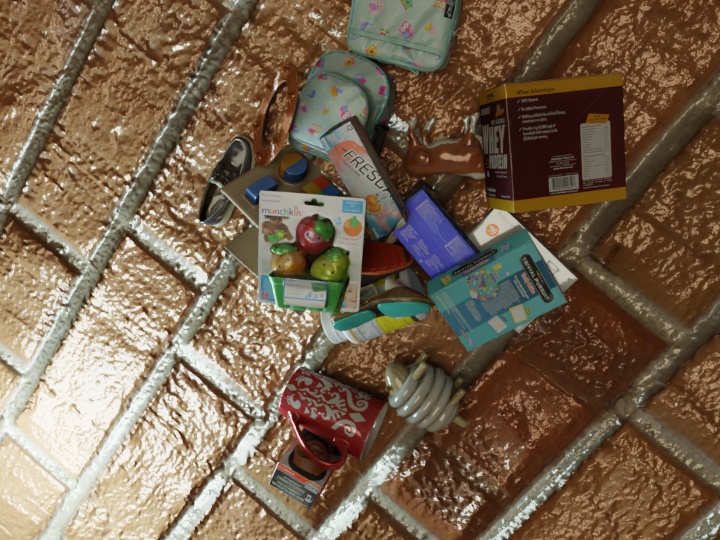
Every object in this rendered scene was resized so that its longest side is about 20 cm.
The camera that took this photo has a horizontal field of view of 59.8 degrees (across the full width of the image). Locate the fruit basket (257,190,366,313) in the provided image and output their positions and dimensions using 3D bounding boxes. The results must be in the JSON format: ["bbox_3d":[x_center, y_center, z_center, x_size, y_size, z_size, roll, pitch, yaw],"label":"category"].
[{"bbox_3d":[-0.087,-0.029,1.067,0.184,0.094,0.201,6,111,4],"label":"fruit basket"}]

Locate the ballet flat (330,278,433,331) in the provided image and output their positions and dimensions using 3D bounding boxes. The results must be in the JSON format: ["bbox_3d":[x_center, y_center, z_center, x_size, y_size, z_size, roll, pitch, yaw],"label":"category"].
[{"bbox_3d":[0.035,0.055,1.144,0.199,0.068,0.073,-17,55,24],"label":"ballet flat"}]

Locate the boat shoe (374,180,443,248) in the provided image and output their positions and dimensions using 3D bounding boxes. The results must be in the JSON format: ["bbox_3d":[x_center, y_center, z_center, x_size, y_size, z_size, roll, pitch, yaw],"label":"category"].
[{"bbox_3d":[0.074,-0.089,1.214,0.200,0.072,0.072,-51,57,26],"label":"boat shoe"}]

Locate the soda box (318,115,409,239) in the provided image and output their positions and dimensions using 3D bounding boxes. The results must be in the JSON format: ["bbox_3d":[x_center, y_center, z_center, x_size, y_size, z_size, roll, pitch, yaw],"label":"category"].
[{"bbox_3d":[0.010,-0.159,1.067,0.063,0.068,0.201,-26,106,18],"label":"soda box"}]

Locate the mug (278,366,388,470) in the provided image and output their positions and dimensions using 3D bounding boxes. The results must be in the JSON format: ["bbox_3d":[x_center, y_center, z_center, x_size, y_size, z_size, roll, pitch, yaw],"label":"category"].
[{"bbox_3d":[-0.065,0.293,1.275,0.199,0.177,0.134,24,109,14],"label":"mug"}]

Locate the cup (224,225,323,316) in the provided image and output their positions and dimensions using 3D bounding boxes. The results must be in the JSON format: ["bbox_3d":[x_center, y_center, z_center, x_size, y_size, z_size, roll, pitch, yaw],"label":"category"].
[{"bbox_3d":[-0.146,-0.030,1.229,0.200,0.200,0.143,42,84,3],"label":"cup"}]

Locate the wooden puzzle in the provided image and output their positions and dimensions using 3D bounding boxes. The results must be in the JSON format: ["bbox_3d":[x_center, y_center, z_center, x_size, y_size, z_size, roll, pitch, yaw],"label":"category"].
[{"bbox_3d":[-0.134,-0.146,1.183,0.200,0.185,0.046,42,150,16],"label":"wooden puzzle"}]

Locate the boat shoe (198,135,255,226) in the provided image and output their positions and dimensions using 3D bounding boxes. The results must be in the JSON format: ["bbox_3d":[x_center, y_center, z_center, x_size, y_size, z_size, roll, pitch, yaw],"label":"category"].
[{"bbox_3d":[-0.276,-0.179,1.281,0.072,0.065,0.201,32,107,8],"label":"boat shoe"}]

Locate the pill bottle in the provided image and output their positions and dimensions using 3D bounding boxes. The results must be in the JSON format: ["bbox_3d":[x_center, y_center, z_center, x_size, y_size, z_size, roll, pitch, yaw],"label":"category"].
[{"bbox_3d":[0.025,0.076,1.232,0.199,0.109,0.110,-22,96,18],"label":"pill bottle"}]

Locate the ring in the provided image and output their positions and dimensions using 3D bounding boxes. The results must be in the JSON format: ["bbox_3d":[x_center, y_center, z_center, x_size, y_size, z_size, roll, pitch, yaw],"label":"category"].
[{"bbox_3d":[-0.166,-0.293,1.174,0.019,0.201,0.201,14,110,-28],"label":"ring"}]

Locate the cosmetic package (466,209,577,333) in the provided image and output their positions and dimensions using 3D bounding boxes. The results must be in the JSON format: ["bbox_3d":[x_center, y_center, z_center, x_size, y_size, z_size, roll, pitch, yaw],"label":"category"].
[{"bbox_3d":[0.281,-0.006,1.177,0.200,0.052,0.151,44,107,3],"label":"cosmetic package"}]

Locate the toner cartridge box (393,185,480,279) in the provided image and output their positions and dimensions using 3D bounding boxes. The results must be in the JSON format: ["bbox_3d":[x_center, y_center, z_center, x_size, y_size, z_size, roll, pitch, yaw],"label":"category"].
[{"bbox_3d":[0.143,-0.048,1.143,0.095,0.043,0.200,-38,98,19],"label":"toner cartridge box"}]

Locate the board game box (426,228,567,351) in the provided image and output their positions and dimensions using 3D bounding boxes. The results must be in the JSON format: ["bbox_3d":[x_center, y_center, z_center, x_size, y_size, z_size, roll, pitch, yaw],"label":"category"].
[{"bbox_3d":[0.241,0.039,1.113,0.199,0.047,0.151,-29,118,15],"label":"board game box"}]

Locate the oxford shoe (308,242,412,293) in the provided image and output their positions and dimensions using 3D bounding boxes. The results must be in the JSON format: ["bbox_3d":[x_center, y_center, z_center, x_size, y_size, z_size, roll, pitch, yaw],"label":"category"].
[{"bbox_3d":[0.000,0.000,1.178,0.198,0.072,0.073,-9,143,-4],"label":"oxford shoe"}]

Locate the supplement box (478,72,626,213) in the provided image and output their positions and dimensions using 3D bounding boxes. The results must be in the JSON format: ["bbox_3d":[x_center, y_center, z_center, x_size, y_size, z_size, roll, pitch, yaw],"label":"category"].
[{"bbox_3d":[0.317,-0.212,1.047,0.196,0.133,0.202,-7,100,-6],"label":"supplement box"}]

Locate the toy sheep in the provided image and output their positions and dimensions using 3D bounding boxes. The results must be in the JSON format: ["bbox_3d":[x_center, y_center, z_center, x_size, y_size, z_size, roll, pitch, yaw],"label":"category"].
[{"bbox_3d":[0.132,0.248,1.234,0.199,0.138,0.138,36,109,-2],"label":"toy sheep"}]

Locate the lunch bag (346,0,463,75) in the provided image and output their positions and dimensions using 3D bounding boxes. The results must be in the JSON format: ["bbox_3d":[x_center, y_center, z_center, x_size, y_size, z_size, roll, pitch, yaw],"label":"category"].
[{"bbox_3d":[0.080,-0.442,1.121,0.199,0.077,0.162,17,106,11],"label":"lunch bag"}]

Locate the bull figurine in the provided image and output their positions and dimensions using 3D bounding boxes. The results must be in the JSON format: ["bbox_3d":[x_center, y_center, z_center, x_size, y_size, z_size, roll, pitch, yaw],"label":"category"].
[{"bbox_3d":[0.175,-0.223,1.152,0.198,0.065,0.122,0,98,13],"label":"bull figurine"}]

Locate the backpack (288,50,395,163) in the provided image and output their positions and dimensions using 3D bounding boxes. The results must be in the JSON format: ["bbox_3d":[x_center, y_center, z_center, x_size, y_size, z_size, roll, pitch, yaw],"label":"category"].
[{"bbox_3d":[-0.031,-0.297,1.148,0.175,0.153,0.201,24,98,12],"label":"backpack"}]

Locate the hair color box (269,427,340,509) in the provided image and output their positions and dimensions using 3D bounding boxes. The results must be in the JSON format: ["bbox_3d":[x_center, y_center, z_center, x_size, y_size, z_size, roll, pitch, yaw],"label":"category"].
[{"bbox_3d":[-0.097,0.385,1.283,0.101,0.200,0.062,27,112,7],"label":"hair color box"}]
